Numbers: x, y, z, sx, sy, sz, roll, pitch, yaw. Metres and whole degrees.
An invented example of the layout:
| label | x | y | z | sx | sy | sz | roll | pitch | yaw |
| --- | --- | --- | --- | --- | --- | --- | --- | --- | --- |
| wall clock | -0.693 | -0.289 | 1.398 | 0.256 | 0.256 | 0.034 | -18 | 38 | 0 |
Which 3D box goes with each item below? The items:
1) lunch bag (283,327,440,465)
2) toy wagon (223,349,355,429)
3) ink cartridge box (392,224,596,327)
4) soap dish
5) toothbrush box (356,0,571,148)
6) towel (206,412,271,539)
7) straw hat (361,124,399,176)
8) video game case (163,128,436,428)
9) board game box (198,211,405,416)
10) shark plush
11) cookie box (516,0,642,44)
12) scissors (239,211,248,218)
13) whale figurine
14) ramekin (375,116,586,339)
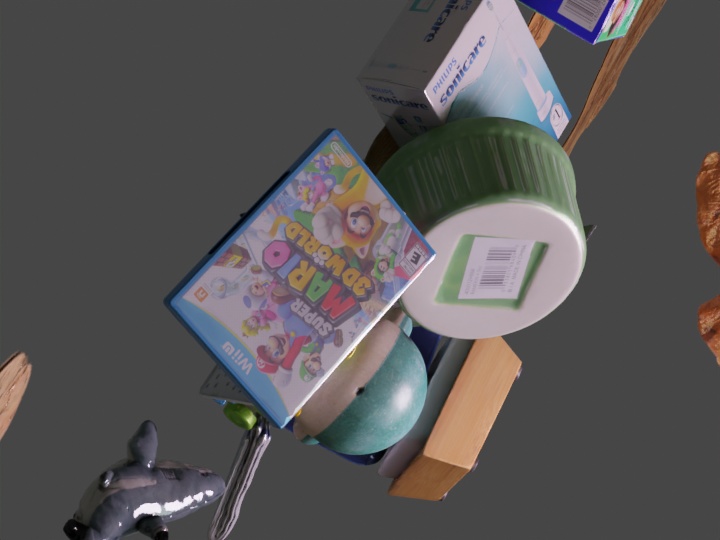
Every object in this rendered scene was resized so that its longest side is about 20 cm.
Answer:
| label | x | y | z | sx | sy | sz | roll | pitch | yaw |
| --- | --- | --- | --- | --- | --- | --- | --- | --- | --- |
| lunch bag | 0.001 | 0.098 | 1.706 | 0.201 | 0.135 | 0.133 | -66 | -179 | -52 |
| toy wagon | -0.055 | 0.069 | 1.483 | 0.156 | 0.039 | 0.200 | -57 | -165 | -24 |
| ink cartridge box | 0.142 | 0.006 | 1.673 | 0.146 | 0.198 | 0.048 | -46 | 126 | -63 |
| soap dish | 0.093 | 0.154 | 1.678 | 0.158 | 0.081 | 0.200 | -62 | 179 | -21 |
| toothbrush box | 0.102 | -0.162 | 1.500 | 0.147 | 0.085 | 0.200 | -58 | 139 | -20 |
| towel | -0.107 | 0.169 | 1.619 | 0.200 | 0.024 | 0.148 | -74 | -173 | -64 |
| straw hat | 0.028 | -0.073 | 1.572 | 0.200 | 0.085 | 0.203 | -18 | 114 | -47 |
| video game case | -0.045 | 0.006 | 1.286 | 0.200 | 0.143 | 0.018 | -47 | -158 | -18 |
| board game box | -0.048 | 0.038 | 1.409 | 0.201 | 0.026 | 0.200 | -56 | -161 | -15 |
| shark plush | -0.183 | 0.193 | 1.301 | 0.091 | 0.083 | 0.200 | -64 | 169 | 14 |
| cookie box | 0.191 | -0.297 | 1.572 | 0.076 | 0.170 | 0.200 | -62 | 169 | 18 |
| scissors | -0.070 | -0.050 | 1.406 | 0.073 | 0.014 | 0.200 | -53 | 166 | -6 |
| whale figurine | 0.005 | 0.111 | 1.519 | 0.159 | 0.104 | 0.200 | -50 | -176 | -1 |
| ramekin | 0.109 | -0.031 | 1.447 | 0.098 | 0.198 | 0.201 | -103 | -156 | -45 |
